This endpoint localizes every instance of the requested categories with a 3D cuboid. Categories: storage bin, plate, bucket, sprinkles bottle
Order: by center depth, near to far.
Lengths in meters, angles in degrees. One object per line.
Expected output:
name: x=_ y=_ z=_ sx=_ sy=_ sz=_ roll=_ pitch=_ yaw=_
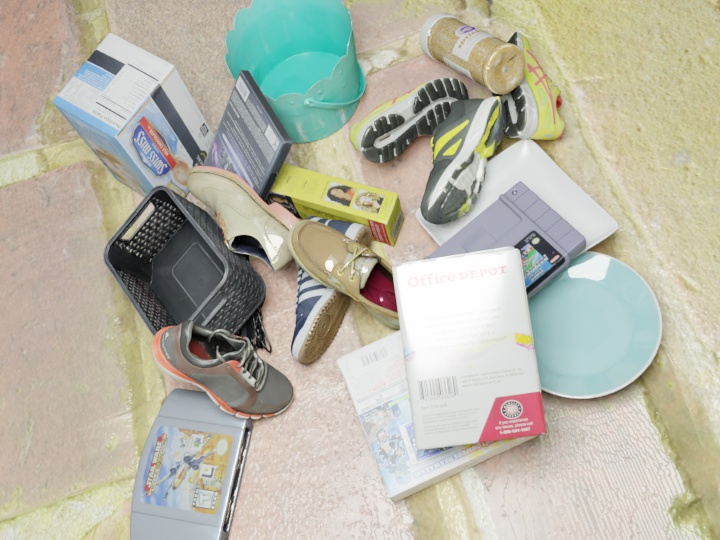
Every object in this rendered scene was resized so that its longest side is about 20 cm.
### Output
plate: x=0.268 y=0.067 z=0.939 sx=0.196 sy=0.026 sz=0.204 roll=-8 pitch=58 yaw=13
plate: x=0.202 y=-0.060 z=1.006 sx=0.198 sy=0.032 sz=0.201 roll=-33 pitch=55 yaw=-4
storage bin: x=-0.236 y=0.002 z=1.014 sx=0.136 sy=0.094 sz=0.200 roll=-47 pitch=60 yaw=5
sprinkles bottle: x=0.156 y=-0.313 z=1.085 sx=0.068 sy=0.069 sz=0.200 roll=-32 pitch=38 yaw=-5
bucket: x=-0.092 y=-0.303 z=1.133 sx=0.202 sy=0.135 sz=0.211 roll=-4 pitch=65 yaw=9

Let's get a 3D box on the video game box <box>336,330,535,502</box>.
video game box: x=0.092 y=0.155 z=0.930 sx=0.197 sy=0.047 sz=0.185 roll=-23 pitch=61 yaw=-1

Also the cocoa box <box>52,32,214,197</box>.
cocoa box: x=-0.314 y=-0.206 z=1.092 sx=0.132 sy=0.201 sz=0.132 roll=28 pitch=73 yaw=21

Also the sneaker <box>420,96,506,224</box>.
sneaker: x=0.127 y=-0.149 z=1.029 sx=0.084 sy=0.075 sz=0.202 roll=16 pitch=66 yaw=39

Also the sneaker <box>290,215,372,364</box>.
sneaker: x=-0.069 y=0.019 z=1.013 sx=0.107 sy=0.070 sz=0.203 roll=18 pitch=73 yaw=24

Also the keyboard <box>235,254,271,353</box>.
keyboard: x=-0.177 y=0.056 z=1.033 sx=0.102 sy=0.040 sz=0.204 roll=-11 pitch=64 yaw=6

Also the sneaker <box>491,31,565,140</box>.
sneaker: x=0.244 y=-0.258 z=1.091 sx=0.088 sy=0.078 sz=0.204 roll=11 pitch=55 yaw=-17

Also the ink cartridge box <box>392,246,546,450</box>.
ink cartridge box: x=0.121 y=0.088 z=0.854 sx=0.144 sy=0.086 sz=0.205 roll=-7 pitch=82 yaw=7

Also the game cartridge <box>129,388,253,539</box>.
game cartridge: x=-0.213 y=0.252 z=0.949 sx=0.130 sy=0.042 sz=0.204 roll=6 pitch=66 yaw=9

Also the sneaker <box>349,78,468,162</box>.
sneaker: x=0.066 y=-0.224 z=1.092 sx=0.197 sy=0.080 sz=0.090 roll=-26 pitch=25 yaw=-20

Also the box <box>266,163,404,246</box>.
box: x=-0.040 y=-0.094 z=1.059 sx=0.196 sy=0.076 sz=0.051 roll=17 pitch=70 yaw=16

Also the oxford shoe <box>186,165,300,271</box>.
oxford shoe: x=-0.163 y=-0.071 z=0.991 sx=0.198 sy=0.071 sz=0.074 roll=30 pitch=64 yaw=22

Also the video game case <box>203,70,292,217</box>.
video game case: x=-0.166 y=-0.151 z=1.059 sx=0.019 sy=0.201 sz=0.144 roll=-8 pitch=54 yaw=-38

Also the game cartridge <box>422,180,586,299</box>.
game cartridge: x=0.168 y=-0.011 z=0.949 sx=0.199 sy=0.039 sz=0.130 roll=-39 pitch=52 yaw=-6

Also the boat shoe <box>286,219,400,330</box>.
boat shoe: x=0.000 y=0.000 z=0.945 sx=0.198 sy=0.066 sz=0.075 roll=33 pitch=70 yaw=-15

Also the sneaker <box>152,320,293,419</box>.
sneaker: x=-0.151 y=0.119 z=0.916 sx=0.081 sy=0.198 sz=0.078 roll=-31 pitch=44 yaw=39
